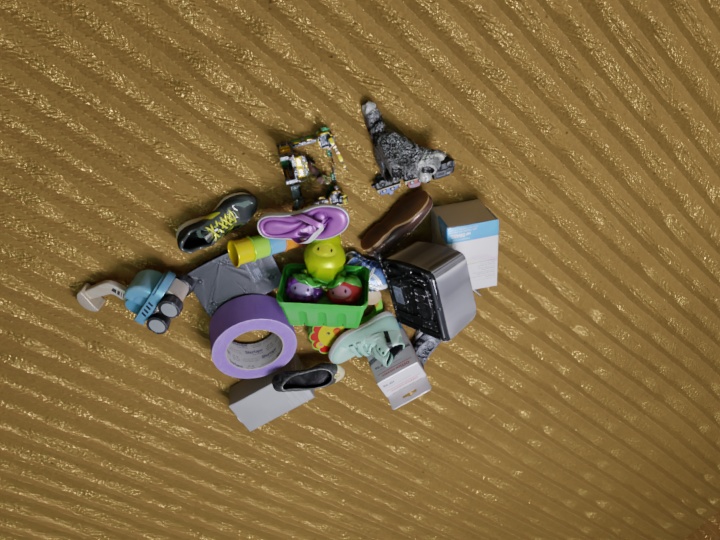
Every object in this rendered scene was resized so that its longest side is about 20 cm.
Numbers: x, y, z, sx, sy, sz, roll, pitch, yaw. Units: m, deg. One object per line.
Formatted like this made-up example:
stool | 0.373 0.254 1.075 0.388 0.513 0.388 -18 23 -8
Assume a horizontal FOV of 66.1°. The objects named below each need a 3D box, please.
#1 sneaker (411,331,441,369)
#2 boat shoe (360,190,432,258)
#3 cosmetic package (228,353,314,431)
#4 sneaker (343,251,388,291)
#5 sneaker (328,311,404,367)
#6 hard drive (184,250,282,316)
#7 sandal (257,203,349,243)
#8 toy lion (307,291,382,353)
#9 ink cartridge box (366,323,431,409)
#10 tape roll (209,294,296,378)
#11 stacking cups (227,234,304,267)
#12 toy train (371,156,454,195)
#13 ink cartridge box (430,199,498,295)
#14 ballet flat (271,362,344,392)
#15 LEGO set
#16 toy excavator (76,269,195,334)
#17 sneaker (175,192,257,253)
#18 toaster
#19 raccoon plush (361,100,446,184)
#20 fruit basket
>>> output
sneaker | 0.162 0.226 1.452 0.200 0.114 0.076 -39 119 9
boat shoe | 0.092 -0.104 1.291 0.199 0.071 0.070 -38 134 19
cosmetic package | -0.229 0.314 1.427 0.198 0.090 0.107 -25 119 4
sneaker | 0.000 0.000 1.310 0.198 0.076 0.078 -1 122 -8
sneaker | 0.014 0.197 1.355 0.200 0.119 0.074 -34 139 11
hard drive | -0.287 0.013 1.277 0.198 0.042 0.136 -25 120 0
sandal | -0.120 -0.087 1.148 0.200 0.050 0.083 -6 127 15
toy lion | -0.038 0.125 1.389 0.198 0.069 0.193 -16 127 -5
ink cartridge box | 0.086 0.230 1.383 0.115 0.201 0.068 -30 131 4
tape roll | -0.255 0.159 1.314 0.198 0.085 0.201 -10 132 -11
stacking cups | -0.189 -0.064 1.216 0.199 0.060 0.061 -20 124 -30
toy train | 0.120 -0.212 1.260 0.198 0.034 0.046 -17 131 -5
ink cartridge box | 0.246 -0.046 1.319 0.124 0.129 0.202 -10 119 -7
ballet flat | -0.122 0.271 1.359 0.198 0.057 0.067 -5 107 -33
LEGO set | -0.099 -0.194 1.167 0.152 0.116 0.202 -7 119 -9
toy excavator | -0.495 0.052 1.214 0.199 0.100 0.194 35 123 -16
sneaker | -0.306 -0.093 1.192 0.199 0.085 0.075 -31 121 4
toaster | 0.148 0.036 1.249 0.118 0.180 0.202 -31 118 -28
raccoon plush | 0.099 -0.278 1.177 0.133 0.097 0.202 -22 111 -10
fruit basket | -0.078 0.014 1.218 0.213 0.156 0.217 2 129 2
